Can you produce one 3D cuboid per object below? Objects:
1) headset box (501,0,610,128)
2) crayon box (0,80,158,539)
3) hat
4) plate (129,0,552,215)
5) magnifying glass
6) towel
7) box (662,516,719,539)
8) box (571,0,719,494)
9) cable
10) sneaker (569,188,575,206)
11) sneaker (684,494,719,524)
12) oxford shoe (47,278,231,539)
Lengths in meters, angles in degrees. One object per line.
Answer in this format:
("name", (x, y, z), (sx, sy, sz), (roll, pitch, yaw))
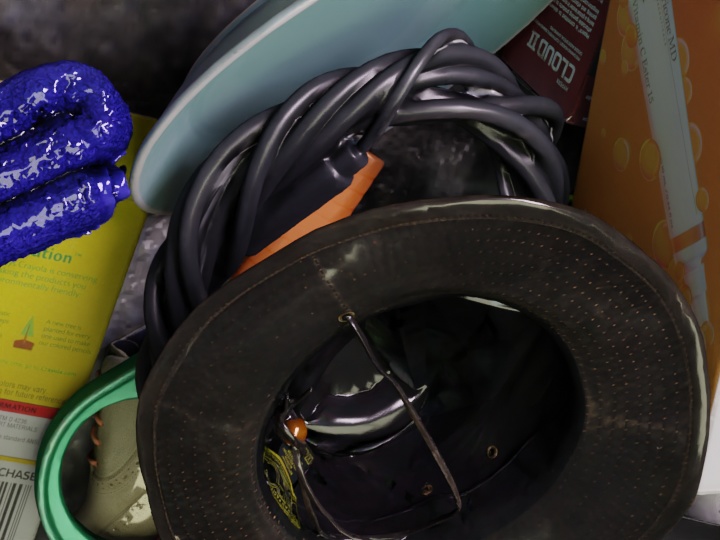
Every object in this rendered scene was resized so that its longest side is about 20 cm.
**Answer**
("headset box", (0.158, -0.130, 0.819), (0.148, 0.077, 0.201), (11, 111, -25))
("crayon box", (-0.162, 0.011, 0.793), (0.126, 0.051, 0.201), (13, 112, -25))
("hat", (0.021, 0.043, 0.720), (0.199, 0.081, 0.202), (-2, 119, -3))
("plate", (-0.003, -0.084, 0.752), (0.199, 0.200, 0.026), (-31, 80, -2))
("magnifying glass", (-0.056, 0.034, 0.800), (0.079, 0.022, 0.201), (33, 93, -16))
("towel", (-0.134, -0.011, 0.648), (0.147, 0.200, 0.050), (-31, 94, -4))
("box", (0.088, 0.151, 0.866), (0.199, 0.048, 0.193), (-21, 154, 35))
("box", (0.151, -0.038, 0.737), (0.097, 0.124, 0.201), (-1, 113, -22))
("cable", (0.000, 0.000, 0.765), (0.162, 0.051, 0.201), (4, 118, -16))
("sneaker", (0.081, -0.013, 0.855), (0.199, 0.072, 0.083), (7, 125, -32))
("sneaker", (0.201, 0.092, 0.904), (0.199, 0.087, 0.075), (8, 102, -50))
("oxford shoe", (-0.089, 0.065, 0.847), (0.074, 0.071, 0.200), (39, 93, -19))
